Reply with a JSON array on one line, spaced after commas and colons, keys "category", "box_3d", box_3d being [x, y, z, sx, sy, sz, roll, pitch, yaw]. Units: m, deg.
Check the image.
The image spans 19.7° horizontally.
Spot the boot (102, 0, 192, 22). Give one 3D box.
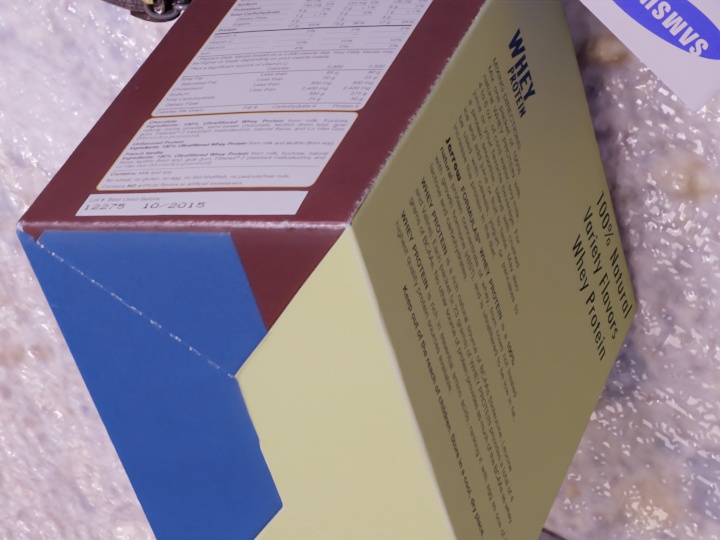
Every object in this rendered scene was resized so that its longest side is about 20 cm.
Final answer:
[{"category": "boot", "box_3d": [-0.084, -0.186, 0.851, 0.200, 0.069, 0.175, 24, 128, 44]}]

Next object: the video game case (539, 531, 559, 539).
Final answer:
[{"category": "video game case", "box_3d": [0.086, 0.211, 1.006, 0.200, 0.022, 0.183, 28, 125, 13]}]

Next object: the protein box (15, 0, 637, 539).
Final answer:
[{"category": "protein box", "box_3d": [0.000, 0.000, 0.806, 0.135, 0.200, 0.199, 1, 129, 27]}]

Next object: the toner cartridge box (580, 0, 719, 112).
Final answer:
[{"category": "toner cartridge box", "box_3d": [0.086, -0.159, 0.744, 0.200, 0.043, 0.095, 40, 110, -19]}]
